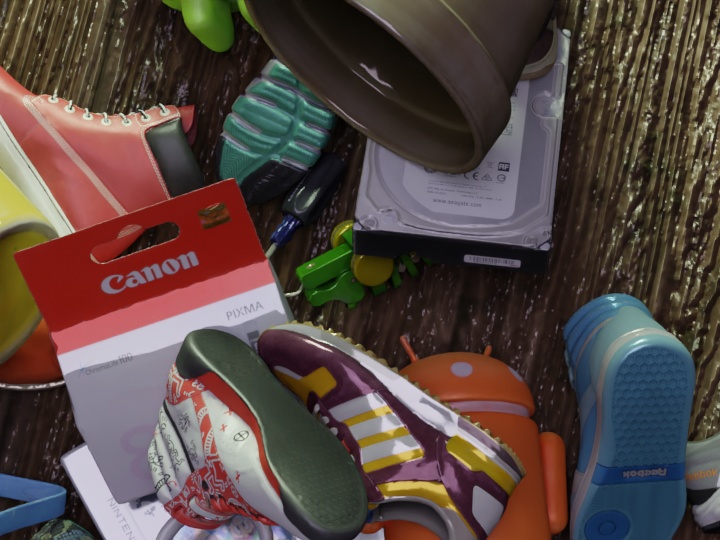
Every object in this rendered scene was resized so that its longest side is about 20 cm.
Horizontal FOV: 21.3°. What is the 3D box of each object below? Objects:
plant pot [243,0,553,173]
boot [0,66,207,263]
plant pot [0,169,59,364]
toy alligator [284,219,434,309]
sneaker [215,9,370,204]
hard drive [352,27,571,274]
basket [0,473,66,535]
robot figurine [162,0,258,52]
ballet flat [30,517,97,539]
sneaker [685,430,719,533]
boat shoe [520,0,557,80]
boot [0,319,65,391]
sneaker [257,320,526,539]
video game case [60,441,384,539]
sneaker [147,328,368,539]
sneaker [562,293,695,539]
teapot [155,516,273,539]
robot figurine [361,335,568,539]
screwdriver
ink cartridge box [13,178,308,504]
[{"bbox_3d":[0.050,-0.192,1.277,0.200,0.200,0.174,36,75,10],"label":"plant pot"},{"bbox_3d":[-0.205,-0.114,1.418,0.144,0.072,0.200,-35,87,-3],"label":"boot"},{"bbox_3d":[-0.317,-0.024,1.322,0.189,0.201,0.201,33,83,23],"label":"plant pot"},{"bbox_3d":[0.000,0.000,1.390,0.200,0.059,0.054,-34,119,-3],"label":"toy alligator"},{"bbox_3d":[-0.037,-0.139,1.417,0.074,0.088,0.200,32,107,2],"label":"sneaker"},{"bbox_3d":[0.075,-0.095,1.372,0.140,0.038,0.200,7,56,5],"label":"hard drive"},{"bbox_3d":[-0.324,0.153,1.327,0.200,0.176,0.139,7,93,19],"label":"basket"},{"bbox_3d":[-0.103,-0.267,1.414,0.175,0.116,0.200,-13,78,14],"label":"robot figurine"},{"bbox_3d":[-0.266,0.252,1.361,0.200,0.074,0.074,-39,79,-6],"label":"ballet flat"},{"bbox_3d":[0.306,0.102,1.339,0.200,0.074,0.079,-32,74,-2],"label":"sneaker"},{"bbox_3d":[0.114,-0.235,1.397,0.072,0.065,0.200,2,61,-3],"label":"boat shoe"},{"bbox_3d":[-0.197,0.035,1.370,0.200,0.107,0.075,-13,81,3],"label":"boot"},{"bbox_3d":[0.003,0.110,1.240,0.200,0.075,0.090,30,73,18],"label":"sneaker"},{"bbox_3d":[-0.087,0.162,1.378,0.200,0.024,0.182,-30,79,-2],"label":"video game case"},{"bbox_3d":[-0.070,0.136,1.228,0.201,0.067,0.108,48,126,40],"label":"sneaker"},{"bbox_3d":[0.180,0.109,1.349,0.079,0.131,0.200,4,116,-11],"label":"sneaker"},{"bbox_3d":[-0.033,0.262,1.277,0.146,0.200,0.197,-54,37,-10],"label":"teapot"},{"bbox_3d":[0.068,0.143,1.319,0.144,0.117,0.200,-8,70,9],"label":"robot figurine"},{"bbox_3d":[-0.073,-0.008,1.386,0.029,0.028,0.200,24,66,33],"label":"screwdriver"},{"bbox_3d":[-0.125,0.053,1.303,0.162,0.200,0.057,-19,40,1],"label":"ink cartridge box"}]
